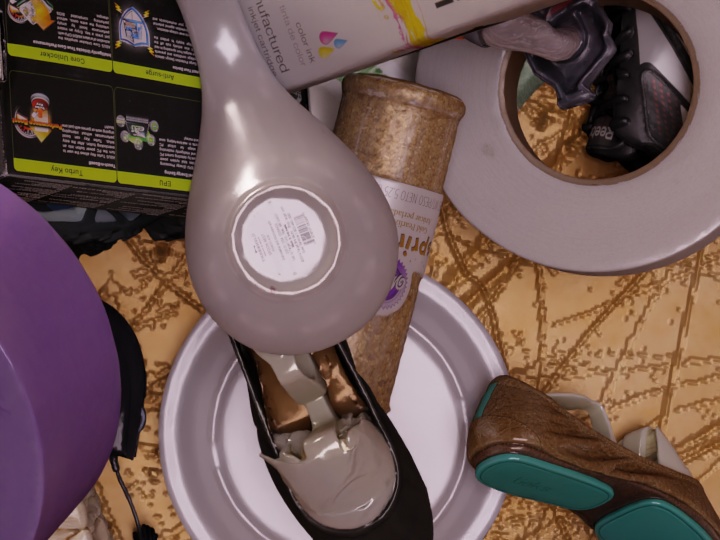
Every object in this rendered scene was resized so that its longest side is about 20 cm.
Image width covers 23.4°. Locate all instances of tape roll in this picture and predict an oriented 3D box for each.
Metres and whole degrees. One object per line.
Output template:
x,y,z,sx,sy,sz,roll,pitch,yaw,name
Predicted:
-0.211,0.053,0.757,0.200,0.085,0.200,6,113,14,tape roll
0.128,-0.096,0.931,0.202,0.037,0.203,-1,86,17,tape roll

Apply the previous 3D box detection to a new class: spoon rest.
-0.048,-0.059,0.808,0.099,0.061,0.200,-18,93,1,spoon rest

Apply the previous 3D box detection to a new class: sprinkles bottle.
0.000,0.000,0.910,0.068,0.068,0.200,13,92,-7,sprinkles bottle

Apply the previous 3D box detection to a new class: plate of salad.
-0.012,0.090,0.971,0.200,0.048,0.200,0,89,-5,plate of salad

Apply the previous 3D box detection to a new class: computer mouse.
-0.121,0.110,0.954,0.034,0.059,0.200,-14,95,-5,computer mouse

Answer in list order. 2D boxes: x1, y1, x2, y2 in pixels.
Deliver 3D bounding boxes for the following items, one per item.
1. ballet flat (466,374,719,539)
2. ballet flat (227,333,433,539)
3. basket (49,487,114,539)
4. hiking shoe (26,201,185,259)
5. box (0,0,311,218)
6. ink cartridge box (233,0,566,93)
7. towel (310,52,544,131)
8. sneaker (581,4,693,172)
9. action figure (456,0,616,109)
0.138,0.112,0.976,0.200,0.068,0.072,28,50,-28,ballet flat
-0.027,0.066,0.844,0.068,0.068,0.200,-27,87,7,ballet flat
-0.229,0.145,0.905,0.200,0.136,0.124,-14,89,-6,basket
-0.137,-0.053,0.886,0.200,0.074,0.087,-13,85,-48,hiking shoe
-0.109,-0.124,0.846,0.200,0.047,0.193,4,79,-47,box
0.015,-0.176,0.809,0.086,0.200,0.148,-24,98,-45,ink cartridge box
-0.011,-0.095,0.980,0.153,0.023,0.200,44,85,-7,towel
0.164,-0.111,0.976,0.098,0.071,0.201,-21,96,-8,sneaker
0.079,-0.192,0.874,0.193,0.105,0.200,-40,71,26,action figure
